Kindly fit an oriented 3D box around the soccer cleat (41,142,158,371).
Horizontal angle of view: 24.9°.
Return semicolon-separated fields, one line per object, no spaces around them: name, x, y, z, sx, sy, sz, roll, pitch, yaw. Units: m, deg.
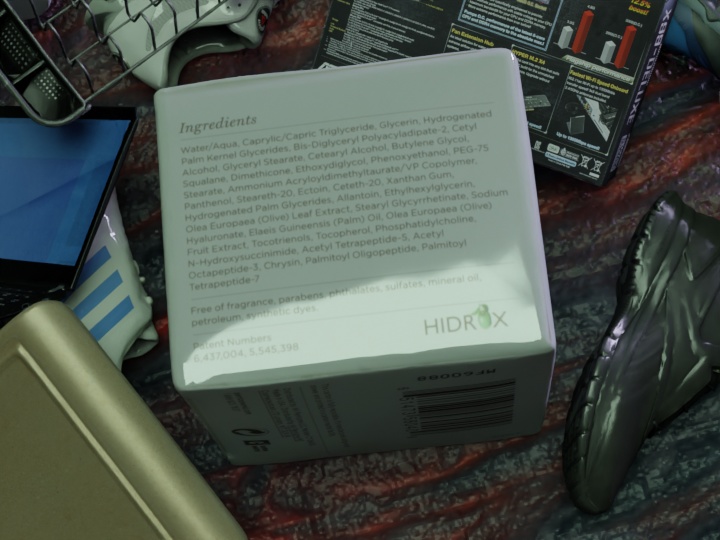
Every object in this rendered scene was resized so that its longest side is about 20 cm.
soccer cleat;-0.164;0.008;1.002;0.086;0.070;0.201;18;57;-28

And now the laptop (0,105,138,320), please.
laptop;-0.253;-0.031;0.952;0.177;0.200;0.104;5;106;41

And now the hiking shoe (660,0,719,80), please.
hiking shoe;0.151;-0.167;1.032;0.200;0.074;0.087;37;96;18

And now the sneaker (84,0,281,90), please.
sneaker;-0.073;-0.190;1.049;0.200;0.074;0.089;-40;74;2

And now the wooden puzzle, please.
wooden puzzle;-0.186;0.142;0.925;0.200;0.037;0.185;-38;89;17

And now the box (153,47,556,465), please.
box;0.000;0.000;0.914;0.199;0.199;0.172;-6;72;2

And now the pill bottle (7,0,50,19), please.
pill bottle;-0.225;-0.272;1.058;0.119;0.120;0.201;8;74;7

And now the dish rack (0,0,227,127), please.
dish rack;-0.152;-0.193;0.971;0.200;0.055;0.154;-38;91;-10

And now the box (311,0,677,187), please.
box;0.084;-0.160;0.992;0.200;0.050;0.158;21;107;14

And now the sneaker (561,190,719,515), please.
sneaker;0.179;0.053;0.954;0.091;0.076;0.200;23;78;4
